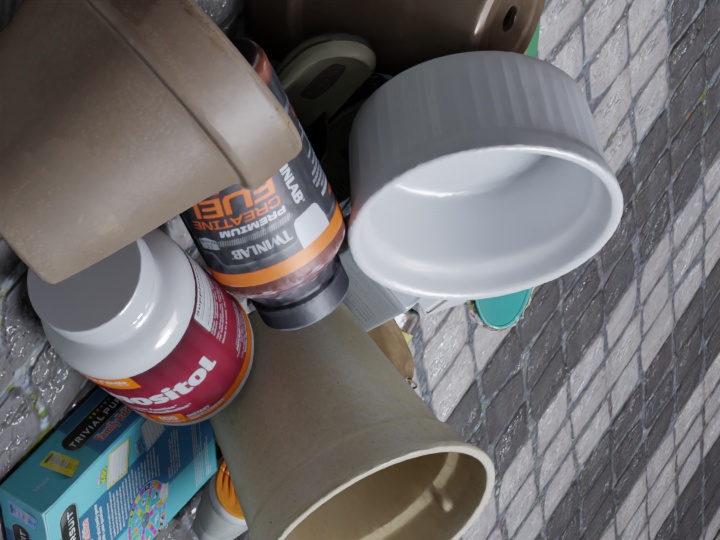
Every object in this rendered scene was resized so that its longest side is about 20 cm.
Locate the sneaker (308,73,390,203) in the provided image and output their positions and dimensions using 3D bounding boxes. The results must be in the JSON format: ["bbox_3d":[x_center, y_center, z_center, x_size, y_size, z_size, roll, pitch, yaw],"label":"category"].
[{"bbox_3d":[0.023,-0.126,1.771,0.075,0.199,0.106,47,54,-18],"label":"sneaker"}]

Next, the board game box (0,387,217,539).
[{"bbox_3d":[-0.189,0.159,1.729,0.200,0.047,0.152,-46,151,-36],"label":"board game box"}]

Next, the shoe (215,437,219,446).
[{"bbox_3d":[-0.045,0.156,1.857,0.071,0.200,0.091,-42,-179,41],"label":"shoe"}]

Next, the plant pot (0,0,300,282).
[{"bbox_3d":[-0.162,-0.091,1.366,0.175,0.200,0.200,-43,154,-5],"label":"plant pot"}]

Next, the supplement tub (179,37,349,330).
[{"bbox_3d":[-0.077,-0.056,1.584,0.107,0.106,0.201,-48,126,-32],"label":"supplement tub"}]

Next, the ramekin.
[{"bbox_3d":[0.084,-0.071,1.636,0.201,0.199,0.098,73,7,-58],"label":"ramekin"}]

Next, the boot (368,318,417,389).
[{"bbox_3d":[0.027,0.115,1.982,0.075,0.074,0.201,-30,106,-16],"label":"boot"}]

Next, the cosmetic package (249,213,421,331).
[{"bbox_3d":[0.000,0.000,1.804,0.102,0.074,0.200,-46,-173,-28],"label":"cosmetic package"}]

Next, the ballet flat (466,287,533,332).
[{"bbox_3d":[0.105,-0.054,1.799,0.075,0.064,0.202,-4,101,-16],"label":"ballet flat"}]

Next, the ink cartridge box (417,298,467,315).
[{"bbox_3d":[0.085,-0.054,1.942,0.083,0.147,0.200,-37,170,25],"label":"ink cartridge box"}]

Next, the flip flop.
[{"bbox_3d":[-0.050,-0.098,1.654,0.081,0.058,0.200,4,147,-37],"label":"flip flop"}]

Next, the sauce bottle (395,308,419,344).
[{"bbox_3d":[-0.013,0.117,2.037,0.201,0.064,0.065,-66,157,1],"label":"sauce bottle"}]

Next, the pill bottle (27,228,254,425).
[{"bbox_3d":[-0.156,0.032,1.587,0.113,0.112,0.200,-60,156,-8],"label":"pill bottle"}]

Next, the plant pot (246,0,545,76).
[{"bbox_3d":[0.041,-0.217,1.670,0.200,0.174,0.201,-48,153,-35],"label":"plant pot"}]

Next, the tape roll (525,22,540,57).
[{"bbox_3d":[0.094,-0.211,1.873,0.200,0.048,0.202,5,90,-66],"label":"tape roll"}]

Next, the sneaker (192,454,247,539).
[{"bbox_3d":[-0.090,0.160,1.938,0.092,0.076,0.200,-47,-178,42],"label":"sneaker"}]

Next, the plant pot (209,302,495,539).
[{"bbox_3d":[-0.029,0.127,1.701,0.199,0.184,0.201,-23,148,-15],"label":"plant pot"}]
